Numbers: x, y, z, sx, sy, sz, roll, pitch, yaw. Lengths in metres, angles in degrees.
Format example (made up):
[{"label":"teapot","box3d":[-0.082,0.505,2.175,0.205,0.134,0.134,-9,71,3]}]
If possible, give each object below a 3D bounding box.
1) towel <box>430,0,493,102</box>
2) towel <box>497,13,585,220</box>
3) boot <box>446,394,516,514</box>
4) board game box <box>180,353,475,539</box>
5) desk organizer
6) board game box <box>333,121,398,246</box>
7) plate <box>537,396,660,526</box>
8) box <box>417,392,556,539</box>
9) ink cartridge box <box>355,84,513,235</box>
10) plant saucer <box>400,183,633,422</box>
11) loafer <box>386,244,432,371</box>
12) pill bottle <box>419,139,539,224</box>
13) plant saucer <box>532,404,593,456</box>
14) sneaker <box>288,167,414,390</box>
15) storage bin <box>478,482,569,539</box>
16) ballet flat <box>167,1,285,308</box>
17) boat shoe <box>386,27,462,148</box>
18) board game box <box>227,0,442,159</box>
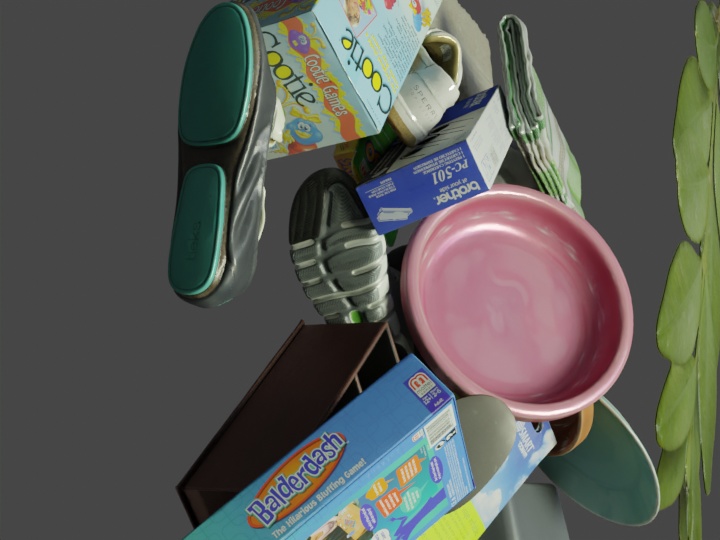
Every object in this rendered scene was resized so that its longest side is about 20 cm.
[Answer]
[{"label":"towel","box3d":[0.091,-0.211,1.119,0.200,0.034,0.133,32,49,-61]},{"label":"towel","box3d":[0.175,-0.119,1.028,0.200,0.031,0.150,53,28,-46]},{"label":"boot","box3d":[0.031,0.161,0.841,0.074,0.200,0.075,50,4,4]},{"label":"board game box","box3d":[-0.020,0.160,0.711,0.200,0.045,0.152,-38,149,-14]},{"label":"desk organizer","box3d":[-0.040,0.117,0.798,0.200,0.077,0.072,-54,133,-51]},{"label":"board game box","box3d":[0.020,-0.118,0.978,0.200,0.030,0.096,-78,150,-45]},{"label":"plate","box3d":[0.213,0.160,1.083,0.026,0.200,0.201,-37,124,-24]},{"label":"box","box3d":[0.080,0.181,0.960,0.200,0.048,0.122,-47,137,-19]},{"label":"ink cartridge box","box3d":[0.066,-0.093,0.898,0.044,0.094,0.200,63,21,-12]},{"label":"plant saucer","box3d":[0.122,0.029,0.910,0.051,0.200,0.201,128,-23,-60]},{"label":"loafer","box3d":[0.065,0.076,1.017,0.072,0.073,0.201,-2,90,-67]},{"label":"pill bottle","box3d":[0.137,-0.073,1.123,0.200,0.115,0.116,-15,100,-62]},{"label":"plant saucer","box3d":[0.142,0.078,1.039,0.032,0.200,0.201,-30,118,-24]},{"label":"sneaker","box3d":[0.000,0.000,0.916,0.116,0.075,0.201,-66,143,-65]},{"label":"storage bin","box3d":[0.152,0.278,1.100,0.200,0.145,0.135,19,60,-61]},{"label":"ballet flat","box3d":[-0.086,-0.073,0.744,0.073,0.073,0.201,16,79,-61]},{"label":"boat shoe","box3d":[0.052,-0.162,0.905,0.071,0.069,0.200,51,16,-24]},{"label":"board game box","box3d":[-0.021,-0.190,0.836,0.105,0.103,0.200,59,37,-32]}]
